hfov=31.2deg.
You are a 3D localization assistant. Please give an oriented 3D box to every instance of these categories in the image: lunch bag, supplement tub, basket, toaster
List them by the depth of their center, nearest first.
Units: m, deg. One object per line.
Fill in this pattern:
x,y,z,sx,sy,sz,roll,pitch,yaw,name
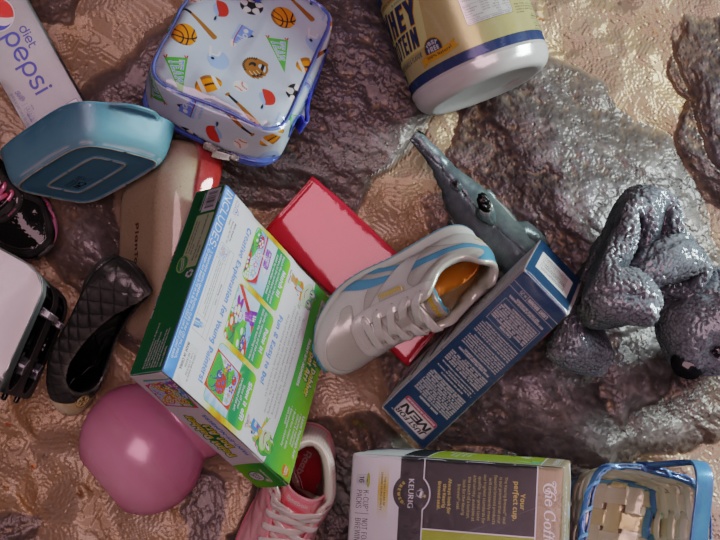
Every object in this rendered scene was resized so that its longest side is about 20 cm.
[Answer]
-0.376,0.028,1.202,0.198,0.181,0.120,28,80,-1,toaster
0.267,0.260,1.204,0.137,0.200,0.179,10,85,-9,basket
-0.114,-0.196,1.251,0.158,0.076,0.202,23,54,-3,lunch bag
0.089,-0.271,1.270,0.142,0.144,0.203,-20,86,-5,supplement tub

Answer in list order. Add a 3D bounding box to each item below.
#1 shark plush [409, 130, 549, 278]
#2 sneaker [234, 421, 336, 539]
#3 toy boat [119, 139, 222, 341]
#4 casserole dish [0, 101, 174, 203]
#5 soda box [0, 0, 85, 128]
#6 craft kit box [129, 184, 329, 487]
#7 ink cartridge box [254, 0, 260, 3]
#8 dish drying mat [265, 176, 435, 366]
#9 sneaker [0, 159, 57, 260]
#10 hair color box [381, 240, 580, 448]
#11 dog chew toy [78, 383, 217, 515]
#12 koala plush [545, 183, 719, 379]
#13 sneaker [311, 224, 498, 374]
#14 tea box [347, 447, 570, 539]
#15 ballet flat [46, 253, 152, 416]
0.128,-0.063,1.284,0.090,0.083,0.202,-27,87,-5,shark plush
-0.075,0.245,1.237,0.074,0.105,0.203,20,85,-3,sneaker
-0.159,-0.025,1.261,0.129,0.130,0.204,4,85,-33,toy boat
-0.258,-0.106,1.213,0.120,0.199,0.039,11,70,-39,casserole dish
-0.335,-0.214,1.278,0.063,0.068,0.202,-30,87,-6,soda box
-0.108,0.062,1.182,0.048,0.198,0.202,-11,48,34,craft kit box
-0.057,-0.362,1.260,0.044,0.094,0.201,33,62,4,ink cartridge box
0.000,0.000,1.305,0.200,0.018,0.077,43,85,0,dish drying mat
-0.374,-0.093,1.253,0.079,0.095,0.200,-42,90,-7,sneaker
0.115,0.070,1.224,0.061,0.100,0.200,45,114,0,hair color box
-0.171,0.137,1.236,0.199,0.125,0.125,-41,88,-14,dog chew toy
0.313,0.030,1.249,0.198,0.178,0.185,27,64,3,koala plush
0.040,0.032,1.229,0.199,0.081,0.077,-37,117,-3,sneaker
0.091,0.269,1.176,0.193,0.134,0.204,3,85,12,tea box
-0.250,0.071,1.215,0.057,0.066,0.201,43,128,20,ballet flat
